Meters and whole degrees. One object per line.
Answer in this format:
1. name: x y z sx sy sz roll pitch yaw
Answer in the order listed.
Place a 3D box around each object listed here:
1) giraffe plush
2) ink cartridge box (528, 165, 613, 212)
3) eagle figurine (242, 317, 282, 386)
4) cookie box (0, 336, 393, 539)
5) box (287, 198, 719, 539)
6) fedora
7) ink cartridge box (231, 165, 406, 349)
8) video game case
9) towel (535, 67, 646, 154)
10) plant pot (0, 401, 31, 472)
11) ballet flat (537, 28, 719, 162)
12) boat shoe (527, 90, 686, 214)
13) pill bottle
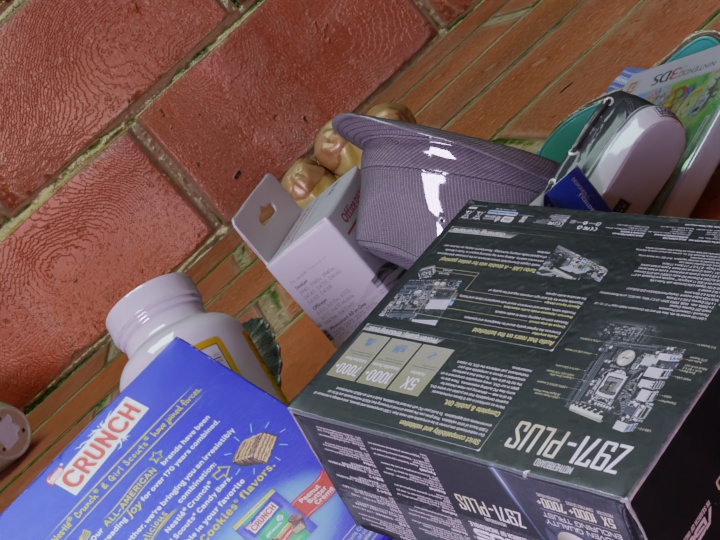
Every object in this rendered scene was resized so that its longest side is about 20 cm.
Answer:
1. giraffe plush: 0.047 -0.042 1.180 0.173 0.200 0.162 -48 30 -11
2. ink cartridge box: 0.093 0.037 0.830 0.200 0.100 0.039 -42 13 3
3. eagle figurine: -0.129 0.135 1.112 0.148 0.201 0.153 -3 55 2
4. cookie box: -0.085 0.155 0.761 0.199 0.076 0.171 29 62 31
5. box: 0.095 0.055 0.615 0.198 0.087 0.164 7 45 45
6. fedora: 0.065 -0.041 0.963 0.177 0.197 0.092 146 138 -82
7. ink cartridge box: 0.000 0.000 1.032 0.066 0.200 0.116 -35 12 24
8. video game case: 0.203 -0.074 0.967 0.201 0.022 0.182 -59 14 -12
9. towel: 0.212 -0.128 1.262 0.200 0.024 0.145 -43 12 -3
10. plant pot: -0.696 0.306 2.420 0.198 0.189 0.188 -12 27 40
11. ballet flat: 0.238 -0.128 1.112 0.199 0.071 0.065 -31 -13 33
12. boat shoe: 0.136 -0.029 0.881 0.201 0.068 0.057 -53 45 8
13. pill bottle: -0.106 0.104 0.953 0.103 0.201 0.104 -29 -18 -11
